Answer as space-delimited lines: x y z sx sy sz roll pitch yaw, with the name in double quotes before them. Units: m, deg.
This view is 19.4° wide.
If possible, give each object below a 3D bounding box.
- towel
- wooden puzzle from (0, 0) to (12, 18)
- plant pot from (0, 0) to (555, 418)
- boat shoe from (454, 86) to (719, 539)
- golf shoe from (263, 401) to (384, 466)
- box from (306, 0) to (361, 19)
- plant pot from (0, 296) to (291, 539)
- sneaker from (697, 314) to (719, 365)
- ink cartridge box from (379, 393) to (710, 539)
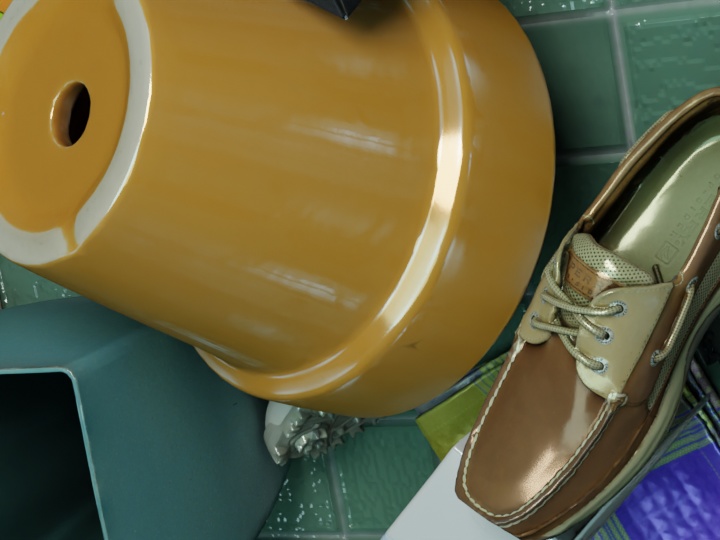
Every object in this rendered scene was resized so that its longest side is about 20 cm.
"towel" 0.122 0.115 0.988 0.144 0.023 0.200 -31 91 32
"wooden puzzle" -0.204 -0.149 0.986 0.185 0.037 0.200 -20 100 46
"plant pot" -0.054 -0.048 0.873 0.200 0.183 0.200 -13 72 46
"boat shoe" 0.099 0.011 0.833 0.076 0.074 0.200 30 84 36
"golf shoe" 0.000 0.000 0.998 0.097 0.078 0.200 47 119 28
"box" -0.045 -0.209 0.836 0.200 0.048 0.158 29 76 24
"plant pot" -0.124 0.082 1.004 0.141 0.200 0.141 -3 105 28
"sneaker" 0.176 0.027 0.906 0.090 0.066 0.200 10 108 28
"ink cartridge box" 0.059 0.118 0.942 0.068 0.115 0.200 42 121 10
